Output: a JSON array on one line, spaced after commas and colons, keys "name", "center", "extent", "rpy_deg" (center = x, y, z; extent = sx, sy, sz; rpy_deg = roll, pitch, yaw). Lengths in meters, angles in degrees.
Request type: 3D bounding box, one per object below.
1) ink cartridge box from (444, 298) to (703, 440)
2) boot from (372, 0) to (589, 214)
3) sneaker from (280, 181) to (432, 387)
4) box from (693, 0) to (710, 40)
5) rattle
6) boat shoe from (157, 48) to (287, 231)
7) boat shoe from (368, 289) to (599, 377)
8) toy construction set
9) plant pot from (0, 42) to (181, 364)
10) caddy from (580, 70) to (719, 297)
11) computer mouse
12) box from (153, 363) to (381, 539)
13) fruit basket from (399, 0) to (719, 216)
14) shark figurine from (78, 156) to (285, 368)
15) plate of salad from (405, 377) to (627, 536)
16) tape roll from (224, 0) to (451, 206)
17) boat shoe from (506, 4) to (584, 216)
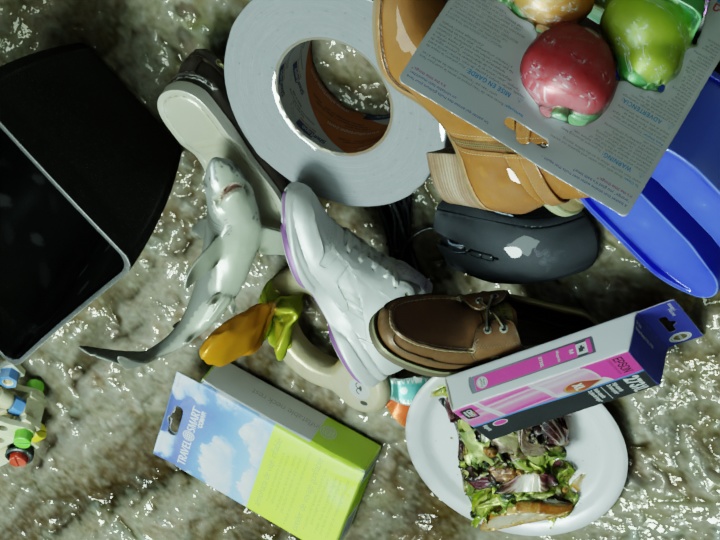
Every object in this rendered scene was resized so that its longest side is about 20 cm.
[{"name": "ink cartridge box", "center": [0.175, 0.081, 1.686], "extent": [0.199, 0.037, 0.095], "rpy_deg": [-22, 153, 16]}, {"name": "boot", "center": [0.094, -0.134, 1.528], "extent": [0.155, 0.076, 0.202], "rpy_deg": [2, 112, 51]}, {"name": "sneaker", "center": [0.000, 0.000, 1.735], "extent": [0.099, 0.075, 0.201], "rpy_deg": [-23, 121, 11]}, {"name": "box", "center": [0.196, -0.258, 1.508], "extent": [0.200, 0.036, 0.143], "rpy_deg": [45, 132, -5]}, {"name": "rattle", "center": [-0.021, 0.093, 1.815], "extent": [0.130, 0.143, 0.201], "rpy_deg": [-35, 96, 25]}, {"name": "boat shoe", "center": [-0.102, -0.098, 1.767], "extent": [0.071, 0.060, 0.201], "rpy_deg": [-4, 136, 33]}, {"name": "boat shoe", "center": [0.103, 0.043, 1.698], "extent": [0.198, 0.073, 0.068], "rpy_deg": [4, 149, -31]}, {"name": "toy construction set", "center": [-0.390, 0.146, 2.088], "extent": [0.199, 0.093, 0.131], "rpy_deg": [-12, 140, 43]}, {"name": "plant pot", "center": [-0.272, -0.077, 1.807], "extent": [0.200, 0.178, 0.199], "rpy_deg": [48, 132, -7]}, {"name": "caddy", "center": [0.251, -0.075, 1.559], "extent": [0.200, 0.105, 0.141], "rpy_deg": [43, 149, -19]}, {"name": "computer mouse", "center": [0.101, 0.001, 1.737], "extent": [0.198, 0.046, 0.142], "rpy_deg": [9, 126, 24]}, {"name": "box", "center": [-0.089, 0.170, 1.963], "extent": [0.199, 0.048, 0.123], "rpy_deg": [29, 131, 10]}, {"name": "fruit basket", "center": [0.153, -0.160, 1.452], "extent": [0.184, 0.201, 0.094], "rpy_deg": [30, 167, 6]}, {"name": "shark figurine", "center": [-0.139, 0.000, 1.780], "extent": [0.090, 0.128, 0.215], "rpy_deg": [45, 109, 43]}, {"name": "plate of salad", "center": [0.132, 0.161, 1.817], "extent": [0.198, 0.048, 0.201], "rpy_deg": [10, 128, 13]}, {"name": "tape roll", "center": [-0.009, -0.153, 1.678], "extent": [0.199, 0.066, 0.202], "rpy_deg": [15, 128, 21]}, {"name": "boat shoe", "center": [0.146, -0.135, 1.600], "extent": [0.063, 0.073, 0.202], "rpy_deg": [-5, 112, 37]}]
